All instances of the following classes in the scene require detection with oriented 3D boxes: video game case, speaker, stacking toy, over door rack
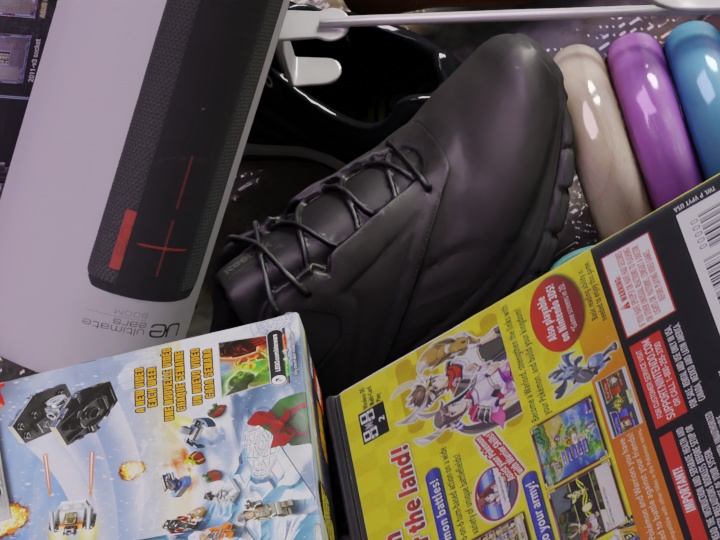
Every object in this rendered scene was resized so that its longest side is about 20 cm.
[{"bbox_3d":[0.081,0.065,0.901,0.181,0.026,0.200,-30,35,13],"label":"video game case"},{"bbox_3d":[-0.077,-0.060,1.049,0.081,0.081,0.200,29,107,40],"label":"speaker"},{"bbox_3d":[0.172,-0.069,1.052,0.200,0.085,0.085,-19,49,7],"label":"stacking toy"},{"bbox_3d":[0.059,-0.153,1.062,0.200,0.067,0.148,-7,59,20],"label":"over door rack"}]

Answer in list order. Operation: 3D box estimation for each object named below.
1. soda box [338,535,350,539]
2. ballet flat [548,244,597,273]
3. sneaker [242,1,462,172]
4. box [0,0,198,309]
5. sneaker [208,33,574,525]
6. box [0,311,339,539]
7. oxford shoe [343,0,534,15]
[{"bbox_3d":[-0.053,0.134,0.981,0.200,0.071,0.063,-3,34,13],"label":"soda box"},{"bbox_3d":[0.089,0.078,0.979,0.069,0.071,0.200,-14,41,14],"label":"ballet flat"},{"bbox_3d":[-0.019,-0.083,1.153,0.200,0.083,0.072,19,66,36],"label":"sneaker"},{"bbox_3d":[-0.120,-0.085,1.094,0.050,0.158,0.200,36,119,54],"label":"box"},{"bbox_3d":[0.000,0.000,1.034,0.200,0.091,0.076,-57,34,9],"label":"sneaker"},{"bbox_3d":[-0.074,0.102,0.934,0.137,0.040,0.200,-13,37,4],"label":"box"},{"bbox_3d":[0.082,-0.144,1.167,0.200,0.071,0.071,-10,37,0],"label":"oxford shoe"}]
